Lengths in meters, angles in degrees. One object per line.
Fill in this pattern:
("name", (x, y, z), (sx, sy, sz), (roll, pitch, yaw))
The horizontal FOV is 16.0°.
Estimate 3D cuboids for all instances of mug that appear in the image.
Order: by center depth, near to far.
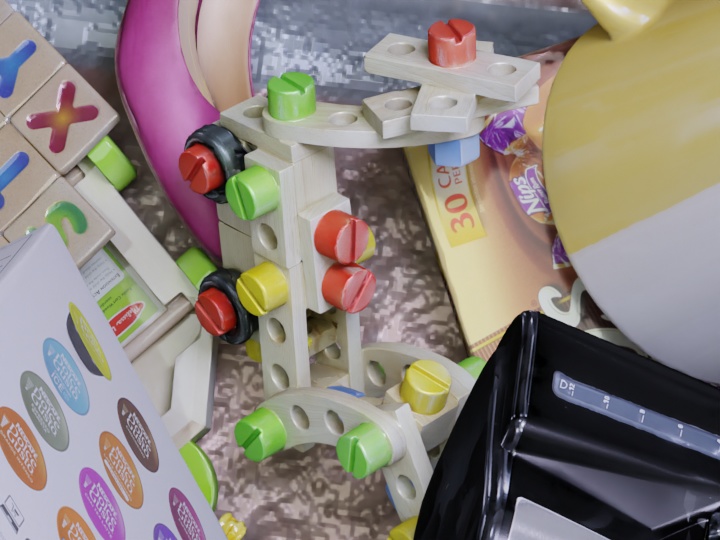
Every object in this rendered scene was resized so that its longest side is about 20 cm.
("mug", (0.153, -0.055, 0.904), (0.186, 0.153, 0.150), (23, 63, -27))

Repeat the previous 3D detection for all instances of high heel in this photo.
("high heel", (-0.048, -0.108, 1.010), (0.096, 0.067, 0.201), (-19, 80, 23))

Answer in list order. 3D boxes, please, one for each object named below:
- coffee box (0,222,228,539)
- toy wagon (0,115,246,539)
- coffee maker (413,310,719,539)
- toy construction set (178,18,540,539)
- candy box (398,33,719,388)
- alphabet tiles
("coffee box", (-0.165, 0.134, 0.897), (0.199, 0.198, 0.201), (-25, 103, 13))
("toy wagon", (-0.121, 0.043, 1.023), (0.155, 0.040, 0.200), (-40, 84, -1))
("coffee maker", (0.120, 0.105, 0.885), (0.199, 0.192, 0.135), (21, 103, -4))
("toy construction set", (0.000, 0.000, 0.950), (0.131, 0.092, 0.201), (26, 117, 40))
("candy box", (0.095, 0.013, 1.006), (0.116, 0.056, 0.201), (-18, 82, 1))
("alphabet tiles", (-0.198, -0.023, 1.020), (0.200, 0.006, 0.166), (-45, 70, -2))
